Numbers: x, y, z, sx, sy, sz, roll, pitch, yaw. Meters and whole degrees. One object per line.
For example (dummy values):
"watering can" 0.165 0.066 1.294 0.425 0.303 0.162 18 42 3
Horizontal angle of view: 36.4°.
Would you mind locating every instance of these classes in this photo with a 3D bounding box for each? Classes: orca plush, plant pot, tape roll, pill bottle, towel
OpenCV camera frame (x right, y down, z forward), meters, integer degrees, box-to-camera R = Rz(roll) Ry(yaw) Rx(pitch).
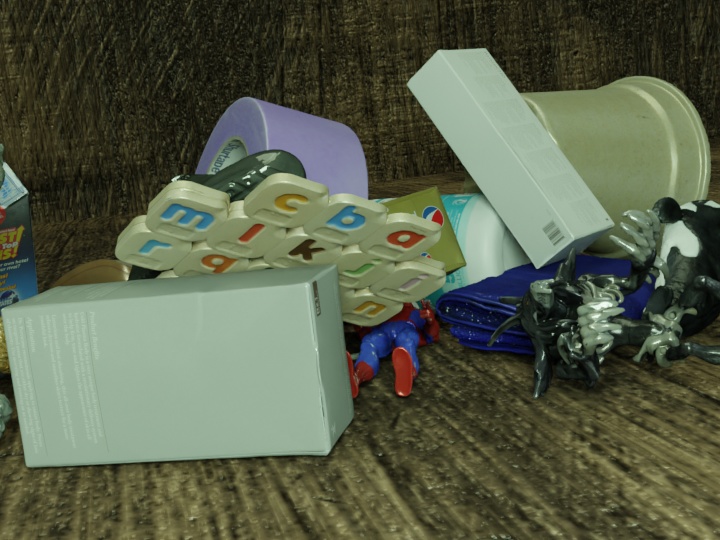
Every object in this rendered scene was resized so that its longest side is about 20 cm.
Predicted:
"orca plush" 0.259 -0.007 0.812 0.071 0.106 0.200 -13 5 32
"plant pot" 0.208 -0.103 1.091 0.183 0.201 0.200 1 3 -34
"tape roll" -0.076 -0.030 0.871 0.085 0.201 0.200 14 -1 -25
"pill bottle" 0.057 -0.014 1.023 0.199 0.111 0.111 -1 10 34
"towel" 0.172 0.030 0.881 0.147 0.050 0.200 9 15 37

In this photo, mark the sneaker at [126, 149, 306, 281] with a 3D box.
"sneaker" -0.107 -0.038 0.758 0.076 0.091 0.200 24 -40 -32

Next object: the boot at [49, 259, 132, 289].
"boot" -0.220 0.018 1.213 0.199 0.071 0.146 -3 3 17

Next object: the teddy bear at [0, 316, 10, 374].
"teddy bear" -0.227 0.056 0.842 0.145 0.067 0.200 16 -7 -29

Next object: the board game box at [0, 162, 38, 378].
"board game box" -0.340 0.010 0.875 0.200 0.200 0.062 -14 46 -43

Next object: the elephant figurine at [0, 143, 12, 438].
"elephant figurine" -0.309 0.023 0.713 0.155 0.201 0.141 -22 19 -41

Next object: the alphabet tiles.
"alphabet tiles" -0.049 -0.006 0.707 0.199 0.015 0.195 17 -30 -28

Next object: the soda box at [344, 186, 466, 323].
"soda box" 0.000 0.000 0.895 0.064 0.068 0.200 -19 -5 -31

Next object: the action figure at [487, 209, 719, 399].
"action figure" 0.170 0.022 0.687 0.199 0.102 0.119 4 53 25

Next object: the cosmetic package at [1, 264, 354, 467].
"cosmetic package" -0.110 0.058 0.682 0.199 0.107 0.090 -3 8 9

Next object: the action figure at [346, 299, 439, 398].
"action figure" 0.027 0.051 0.840 0.065 0.052 0.200 -9 5 10

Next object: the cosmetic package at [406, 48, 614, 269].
"cosmetic package" 0.129 -0.100 0.949 0.082 0.200 0.051 -16 -21 -50

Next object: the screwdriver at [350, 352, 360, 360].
"screwdriver" -0.071 0.077 0.806 0.199 0.028 0.029 -10 -20 -34
